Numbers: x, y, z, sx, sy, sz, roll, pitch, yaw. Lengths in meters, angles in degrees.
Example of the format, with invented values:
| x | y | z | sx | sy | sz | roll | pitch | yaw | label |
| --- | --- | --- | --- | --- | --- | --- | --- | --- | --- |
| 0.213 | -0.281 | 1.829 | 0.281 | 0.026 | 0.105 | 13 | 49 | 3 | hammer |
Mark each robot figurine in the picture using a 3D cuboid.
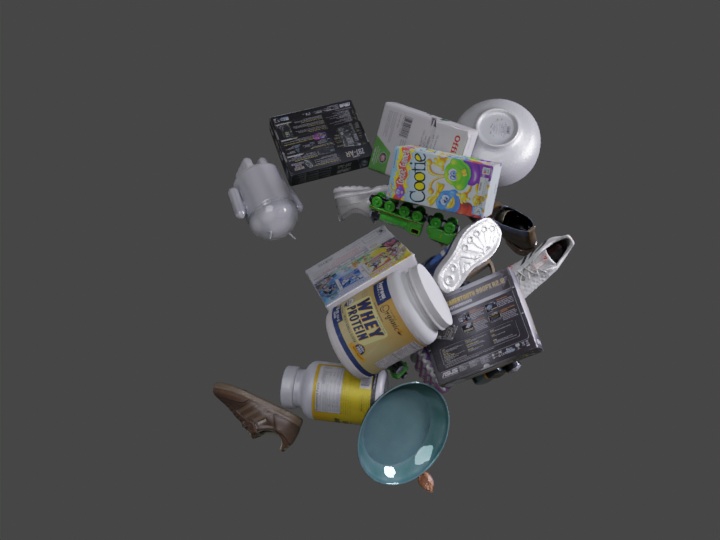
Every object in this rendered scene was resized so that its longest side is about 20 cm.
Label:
| x | y | z | sx | sy | sz | roll | pitch | yaw | label |
| --- | --- | --- | --- | --- | --- | --- | --- | --- | --- |
| -0.203 | -0.149 | 1.532 | 0.168 | 0.113 | 0.202 | -10 | 62 | -34 | robot figurine |

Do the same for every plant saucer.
| x | y | z | sx | sy | sz | roll | pitch | yaw | label |
| --- | --- | --- | --- | --- | --- | --- | --- | --- | --- |
| 0.074 | 0.296 | 1.310 | 0.200 | 0.201 | 0.036 | -45 | 30 | -11 | plant saucer |

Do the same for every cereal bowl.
| x | y | z | sx | sy | sz | roll | pitch | yaw | label |
| --- | --- | --- | --- | --- | --- | --- | --- | --- | --- |
| 0.294 | -0.290 | 1.536 | 0.197 | 0.084 | 0.203 | -3 | 68 | 7 | cereal bowl |

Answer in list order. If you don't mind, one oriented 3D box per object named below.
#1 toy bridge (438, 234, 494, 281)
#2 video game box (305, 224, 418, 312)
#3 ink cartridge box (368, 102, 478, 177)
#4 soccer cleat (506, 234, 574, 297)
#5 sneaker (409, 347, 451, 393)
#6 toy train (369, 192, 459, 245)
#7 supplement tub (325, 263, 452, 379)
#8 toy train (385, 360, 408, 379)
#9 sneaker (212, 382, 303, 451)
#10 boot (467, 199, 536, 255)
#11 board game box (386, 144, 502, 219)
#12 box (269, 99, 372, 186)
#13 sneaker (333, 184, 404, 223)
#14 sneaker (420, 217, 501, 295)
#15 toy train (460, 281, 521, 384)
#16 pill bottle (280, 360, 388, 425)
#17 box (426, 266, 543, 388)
| x | y | z | sx | sy | sz | roll | pitch | yaw | label |
| --- | --- | --- | --- | --- | --- | --- | --- | --- | --- |
| 0.239 | -0.004 | 1.462 | 0.067 | 0.027 | 0.201 | -31 | 69 | -5 | toy bridge |
| 0.000 | 0.000 | 1.430 | 0.198 | 0.047 | 0.182 | -30 | 26 | -4 | video game box |
| 0.133 | -0.256 | 1.505 | 0.198 | 0.084 | 0.148 | 24 | 110 | 19 | ink cartridge box |
| 0.344 | -0.002 | 1.406 | 0.199 | 0.085 | 0.069 | -38 | 86 | -13 | soccer cleat |
| 0.133 | 0.143 | 1.398 | 0.087 | 0.081 | 0.202 | -23 | 69 | -17 | sneaker |
| 0.107 | -0.106 | 1.461 | 0.197 | 0.057 | 0.042 | 20 | 29 | 10 | toy train |
| 0.052 | 0.090 | 1.278 | 0.198 | 0.144 | 0.146 | -31 | 67 | 15 | supplement tub |
| 0.021 | 0.141 | 1.421 | 0.042 | 0.057 | 0.200 | -43 | 69 | -10 | toy train |
| -0.214 | 0.285 | 1.389 | 0.197 | 0.071 | 0.076 | 20 | 74 | 15 | sneaker |
| 0.286 | -0.120 | 1.463 | 0.199 | 0.097 | 0.075 | 39 | 78 | 19 | boot |
| 0.166 | -0.178 | 1.400 | 0.197 | 0.103 | 0.107 | 14 | 106 | 18 | board game box |
| -0.087 | -0.288 | 1.582 | 0.197 | 0.044 | 0.162 | -17 | 68 | -15 | box |
| 0.041 | -0.143 | 1.533 | 0.196 | 0.075 | 0.083 | -1 | 96 | 6 | sneaker |
| 0.180 | -0.023 | 1.422 | 0.081 | 0.146 | 0.200 | 47 | 69 | -13 | sneaker |
| 0.229 | 0.123 | 1.377 | 0.114 | 0.085 | 0.202 | -41 | 65 | 24 | toy train |
| -0.049 | 0.234 | 1.364 | 0.197 | 0.112 | 0.114 | 5 | 69 | 10 | pill bottle |
| 0.214 | 0.107 | 1.304 | 0.198 | 0.048 | 0.160 | -25 | 67 | 19 | box |
